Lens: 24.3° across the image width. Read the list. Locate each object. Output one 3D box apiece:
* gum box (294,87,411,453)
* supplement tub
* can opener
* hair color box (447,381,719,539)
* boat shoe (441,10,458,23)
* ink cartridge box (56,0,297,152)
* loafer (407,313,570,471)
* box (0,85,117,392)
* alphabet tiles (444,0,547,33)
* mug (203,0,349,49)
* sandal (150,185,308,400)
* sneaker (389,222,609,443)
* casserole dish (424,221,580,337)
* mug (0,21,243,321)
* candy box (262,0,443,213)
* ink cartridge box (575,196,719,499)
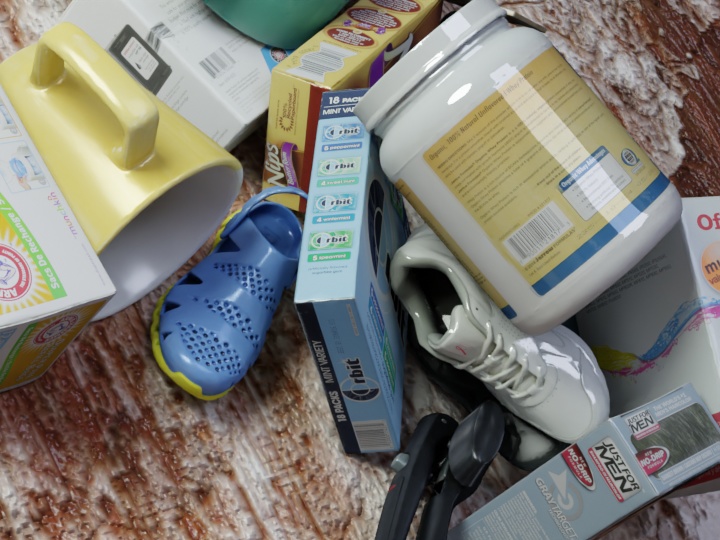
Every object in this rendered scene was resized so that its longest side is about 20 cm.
[{"bbox_3d":[0.000,0.000,1.193,0.044,0.170,0.200,-5,47,11],"label":"gum box"},{"bbox_3d":[0.105,-0.072,1.132,0.200,0.145,0.145,50,41,0],"label":"supplement tub"},{"bbox_3d":[0.043,0.159,1.144,0.063,0.079,0.200,27,37,5],"label":"can opener"},{"bbox_3d":[0.151,0.159,1.154,0.099,0.200,0.061,-17,71,-46],"label":"hair color box"},{"bbox_3d":[0.081,-0.151,1.427,0.200,0.073,0.062,-80,154,-50],"label":"boat shoe"},{"bbox_3d":[-0.146,-0.186,1.279,0.200,0.067,0.116,46,40,-1],"label":"ink cartridge box"},{"bbox_3d":[0.092,0.075,1.288,0.200,0.073,0.072,59,3,23],"label":"loafer"},{"bbox_3d":[-0.256,-0.030,1.029,0.101,0.112,0.200,-18,72,-46],"label":"box"},{"bbox_3d":[0.058,-0.243,1.435,0.200,0.006,0.166,23,8,21],"label":"alphabet tiles"},{"bbox_3d":[-0.059,-0.255,1.272,0.152,0.114,0.185,32,32,-25],"label":"mug"},{"bbox_3d":[-0.082,0.006,1.169,0.079,0.087,0.200,36,44,-14],"label":"sandal"},{"bbox_3d":[0.089,0.055,1.184,0.200,0.078,0.099,43,26,10],"label":"sneaker"},{"bbox_3d":[0.117,0.012,1.306,0.200,0.039,0.121,44,-1,-35],"label":"casserole dish"},{"bbox_3d":[-0.173,-0.083,1.101,0.153,0.187,0.149,47,33,13],"label":"mug"},{"bbox_3d":[-0.004,-0.141,1.320,0.056,0.117,0.200,20,38,18],"label":"candy box"},{"bbox_3d":[0.263,0.056,1.228,0.145,0.145,0.200,-4,75,-31],"label":"ink cartridge box"}]
